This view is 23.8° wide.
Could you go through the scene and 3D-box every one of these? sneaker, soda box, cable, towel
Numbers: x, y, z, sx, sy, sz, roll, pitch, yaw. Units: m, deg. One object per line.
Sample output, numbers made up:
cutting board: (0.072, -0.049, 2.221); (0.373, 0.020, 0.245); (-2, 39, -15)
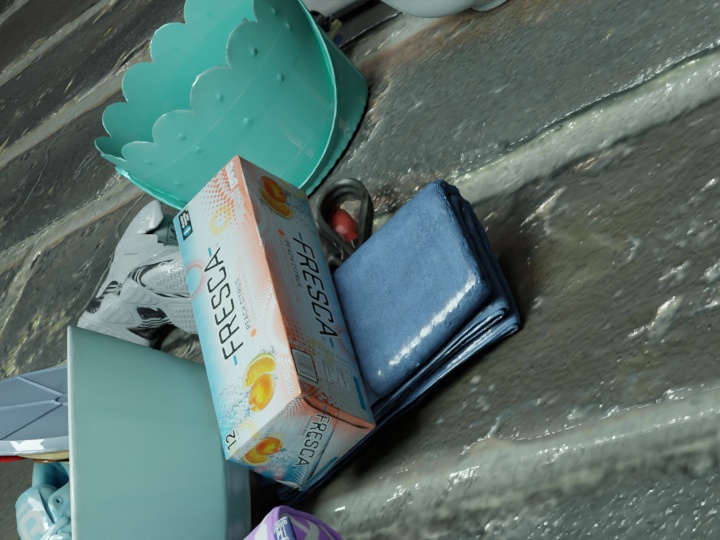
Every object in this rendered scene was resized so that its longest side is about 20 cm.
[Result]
sneaker: (-0.209, 0.194, 1.175); (0.074, 0.082, 0.200); (-46, 24, 14)
soda box: (-0.054, 0.028, 1.018); (0.068, 0.063, 0.201); (-42, 42, 25)
cable: (0.000, 0.000, 1.157); (0.097, 0.050, 0.200); (-46, 36, -6)
towel: (0.005, 0.044, 1.032); (0.200, 0.048, 0.112); (-43, 43, 24)
sneaker: (-0.150, -0.006, 1.360); (0.199, 0.075, 0.116); (-27, 36, 49)

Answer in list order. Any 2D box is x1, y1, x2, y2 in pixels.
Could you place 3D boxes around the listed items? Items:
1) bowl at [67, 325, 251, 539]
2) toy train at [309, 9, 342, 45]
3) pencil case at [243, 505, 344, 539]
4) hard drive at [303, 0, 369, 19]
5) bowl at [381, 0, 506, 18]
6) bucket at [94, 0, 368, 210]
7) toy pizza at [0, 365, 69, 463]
bowl: (-0.122, 0.132, 1.025); (0.201, 0.104, 0.204); (177, 90, -82)
toy train: (-0.078, -0.177, 1.513); (0.199, 0.046, 0.034); (-24, 27, 50)
pencil case: (-0.077, 0.216, 0.925); (0.200, 0.084, 0.086); (-45, 48, 17)
hard drive: (-0.015, -0.299, 1.492); (0.027, 0.133, 0.199); (-14, -4, -41)
bowl: (0.087, -0.260, 1.284); (0.201, 0.090, 0.202); (-39, 28, 25)
bucket: (-0.100, -0.133, 1.377); (0.207, 0.134, 0.208); (-40, 26, 24)
toy pizza: (-0.207, 0.107, 1.240); (0.197, 0.032, 0.200); (-6, 12, 1)
